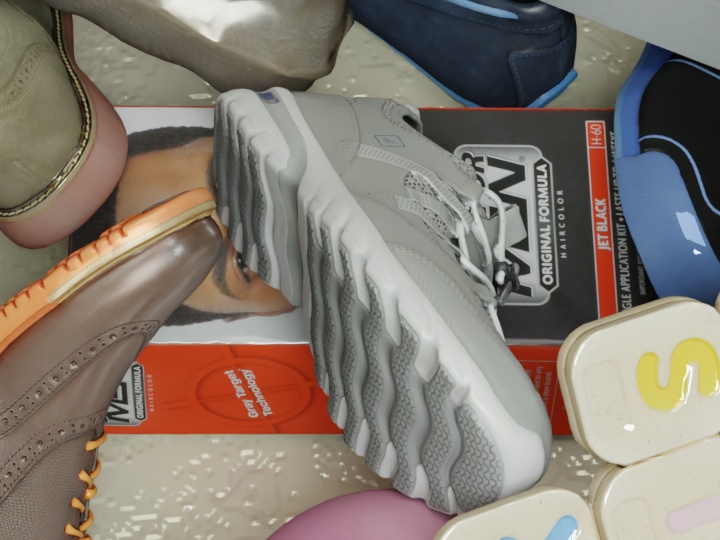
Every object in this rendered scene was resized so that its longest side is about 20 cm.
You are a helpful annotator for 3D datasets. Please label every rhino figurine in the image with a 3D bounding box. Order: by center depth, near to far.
[{"bbox_3d":[-0.090,-0.118,0.976,0.199,0.060,0.088,22,35,-15],"label":"rhino figurine"}]

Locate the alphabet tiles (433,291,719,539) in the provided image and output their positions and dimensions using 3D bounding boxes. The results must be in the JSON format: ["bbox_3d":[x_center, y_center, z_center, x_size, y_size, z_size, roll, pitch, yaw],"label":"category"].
[{"bbox_3d":[0.122,0.100,0.817,0.195,0.015,0.201,-17,101,-14],"label":"alphabet tiles"}]

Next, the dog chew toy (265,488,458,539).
[{"bbox_3d":[-0.036,0.141,0.857,0.199,0.125,0.125,-15,58,-3],"label":"dog chew toy"}]

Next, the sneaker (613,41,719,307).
[{"bbox_3d":[0.139,-0.057,0.977,0.078,0.070,0.200,-19,29,24],"label":"sneaker"}]

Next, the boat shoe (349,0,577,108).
[{"bbox_3d":[0.005,-0.139,1.067,0.200,0.069,0.084,30,61,17],"label":"boat shoe"}]

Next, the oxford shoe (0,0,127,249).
[{"bbox_3d":[-0.142,-0.084,0.987,0.071,0.074,0.200,-47,37,1],"label":"oxford shoe"}]

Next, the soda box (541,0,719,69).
[{"bbox_3d":[0.131,-0.110,0.946,0.200,0.068,0.063,26,51,35],"label":"soda box"}]

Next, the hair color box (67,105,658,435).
[{"bbox_3d":[0.000,0.000,0.981,0.199,0.061,0.102,-1,56,-1],"label":"hair color box"}]

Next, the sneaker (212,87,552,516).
[{"bbox_3d":[0.020,-0.004,0.882,0.082,0.075,0.200,-12,40,-18],"label":"sneaker"}]

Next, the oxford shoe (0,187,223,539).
[{"bbox_3d":[-0.102,0.057,0.899,0.073,0.071,0.200,45,107,5],"label":"oxford shoe"}]
